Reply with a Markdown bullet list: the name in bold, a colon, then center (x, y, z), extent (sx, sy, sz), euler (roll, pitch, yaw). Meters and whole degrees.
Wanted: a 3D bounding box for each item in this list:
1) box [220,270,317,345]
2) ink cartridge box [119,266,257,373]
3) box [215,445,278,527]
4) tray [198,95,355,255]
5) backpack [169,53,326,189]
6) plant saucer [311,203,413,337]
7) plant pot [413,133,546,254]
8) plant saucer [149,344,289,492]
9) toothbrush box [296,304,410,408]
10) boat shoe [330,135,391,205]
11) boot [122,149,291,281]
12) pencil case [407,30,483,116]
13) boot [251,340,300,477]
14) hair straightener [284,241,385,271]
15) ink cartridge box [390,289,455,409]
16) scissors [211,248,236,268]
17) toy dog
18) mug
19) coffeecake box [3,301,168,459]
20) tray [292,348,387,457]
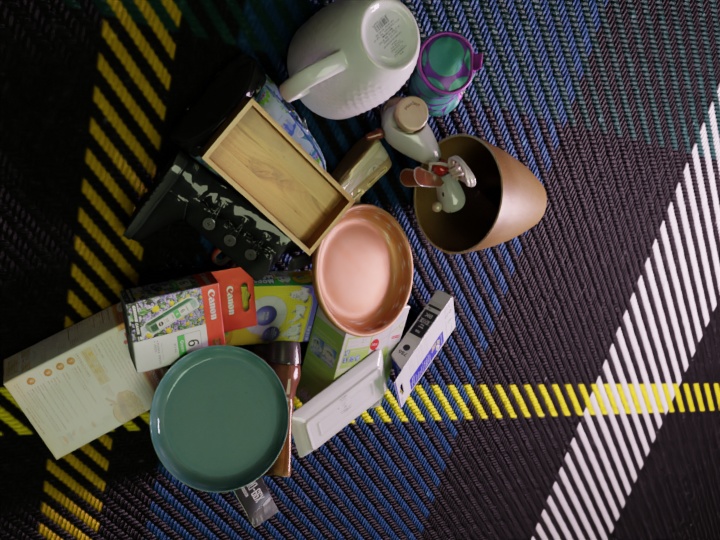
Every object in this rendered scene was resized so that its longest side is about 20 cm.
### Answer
- **box**: center (-0.168, 0.060, 1.161), extent (0.196, 0.049, 0.119), euler (0, 123, -26)
- **ink cartridge box**: center (-0.239, 0.066, 1.052), extent (0.196, 0.050, 0.111), euler (-13, 116, -25)
- **box**: center (-0.211, 0.287, 1.167), extent (0.049, 0.200, 0.160), euler (-28, 125, -15)
- **tray**: center (-0.108, -0.123, 0.964), extent (0.099, 0.037, 0.200), euler (-48, 117, -2)
- **backpack**: center (-0.137, -0.169, 1.025), extent (0.164, 0.153, 0.200), euler (-47, 140, -6)
- **plant saucer**: center (0.000, 0.000, 1.125), extent (0.197, 0.037, 0.205), euler (0, 90, -39)
- **plant pot**: center (0.221, -0.119, 1.216), extent (0.197, 0.186, 0.190), euler (1, 115, -43)
- **plant saucer**: center (-0.200, 0.210, 1.036), extent (0.195, 0.027, 0.205), euler (1, 82, -6)
- **toothbrush box**: center (-0.014, 0.139, 1.245), extent (0.144, 0.086, 0.204), euler (-4, 116, -44)
- **boat shoe**: center (-0.025, -0.117, 1.136), extent (0.200, 0.074, 0.069), euler (-47, 120, 0)
- **boot**: center (-0.215, -0.052, 1.028), extent (0.198, 0.066, 0.164), euler (34, 124, -24)
- **pencil case**: center (0.117, -0.282, 1.054), extent (0.090, 0.200, 0.087), euler (5, 94, 1)
- **boot**: center (-0.133, 0.219, 1.144), extent (0.067, 0.187, 0.205), euler (6, 79, -25)
- **hair straightener**: center (-0.030, -0.030, 1.181), extent (0.196, 0.078, 0.041), euler (-12, 149, -27)
- **ink cartridge box**: center (0.104, 0.140, 1.295), extent (0.201, 0.039, 0.100), euler (-52, 151, -27)
- **scissors**: center (-0.139, -0.051, 1.096), extent (0.198, 0.014, 0.073), euler (-30, 134, 24)
- **toy dog**: center (0.078, -0.169, 1.096), extent (0.095, 0.132, 0.202), euler (-33, 83, -6)
- **mug**: center (-0.021, -0.279, 0.961), extent (0.198, 0.174, 0.150), euler (-33, 105, -23)
- **coffeecake box**: center (-0.398, 0.160, 1.082), extent (0.197, 0.073, 0.156), euler (-27, 122, -13)
- **tray**: center (-0.028, 0.224, 1.202), extent (0.198, 0.022, 0.109), euler (-34, 134, -25)
